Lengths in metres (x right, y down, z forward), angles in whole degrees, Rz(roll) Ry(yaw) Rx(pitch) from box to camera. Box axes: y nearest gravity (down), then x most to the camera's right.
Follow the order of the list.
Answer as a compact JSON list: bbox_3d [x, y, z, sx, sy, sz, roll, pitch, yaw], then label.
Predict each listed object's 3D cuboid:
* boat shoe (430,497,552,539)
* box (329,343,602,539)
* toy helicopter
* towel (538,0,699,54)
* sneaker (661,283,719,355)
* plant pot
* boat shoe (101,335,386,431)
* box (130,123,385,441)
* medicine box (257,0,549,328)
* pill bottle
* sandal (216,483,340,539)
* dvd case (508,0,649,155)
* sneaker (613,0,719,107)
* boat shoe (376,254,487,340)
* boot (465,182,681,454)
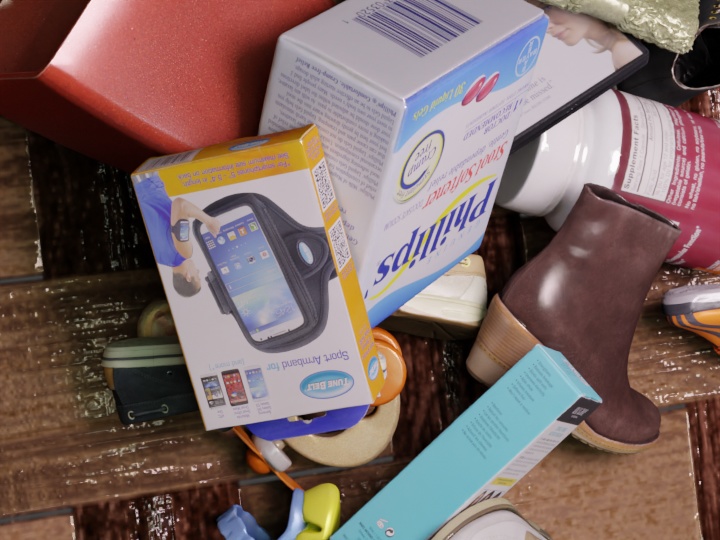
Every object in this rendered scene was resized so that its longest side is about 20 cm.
[{"bbox_3d":[0.107,0.212,1.451,0.075,0.200,0.068,-48,63,11],"label":"boat shoe"},{"bbox_3d":[0.074,0.138,1.428,0.200,0.082,0.049,-44,74,8],"label":"box"},{"bbox_3d":[-0.069,0.081,1.463,0.198,0.079,0.133,23,95,-4],"label":"toy helicopter"},{"bbox_3d":[0.184,-0.240,1.526,0.147,0.037,0.201,20,38,-12],"label":"towel"},{"bbox_3d":[0.311,0.068,1.577,0.198,0.077,0.113,5,87,-33],"label":"sneaker"},{"bbox_3d":[-0.129,-0.156,1.390,0.176,0.199,0.201,39,75,-25],"label":"plant pot"},{"bbox_3d":[-0.078,0.076,1.396,0.198,0.075,0.063,-3,95,11],"label":"boat shoe"},{"bbox_3d":[-0.061,0.017,1.306,0.118,0.041,0.202,-11,104,18],"label":"box"},{"bbox_3d":[0.018,-0.081,1.372,0.102,0.201,0.182,30,39,21],"label":"medicine box"},{"bbox_3d":[0.203,-0.071,1.539,0.198,0.114,0.115,14,83,-18],"label":"pill bottle"},{"bbox_3d":[-0.070,0.244,1.452,0.086,0.079,0.202,10,84,4],"label":"sandal"},{"bbox_3d":[0.094,-0.185,1.500,0.142,0.018,0.200,-33,65,-18],"label":"dvd case"},{"bbox_3d":[0.289,-0.189,1.579,0.200,0.106,0.075,-44,101,-16],"label":"sneaker"},{"bbox_3d":[0.000,0.000,1.490,0.198,0.074,0.067,14,71,-21],"label":"boat shoe"},{"bbox_3d":[0.187,0.039,1.502,0.199,0.072,0.167,25,108,-35],"label":"boot"}]
